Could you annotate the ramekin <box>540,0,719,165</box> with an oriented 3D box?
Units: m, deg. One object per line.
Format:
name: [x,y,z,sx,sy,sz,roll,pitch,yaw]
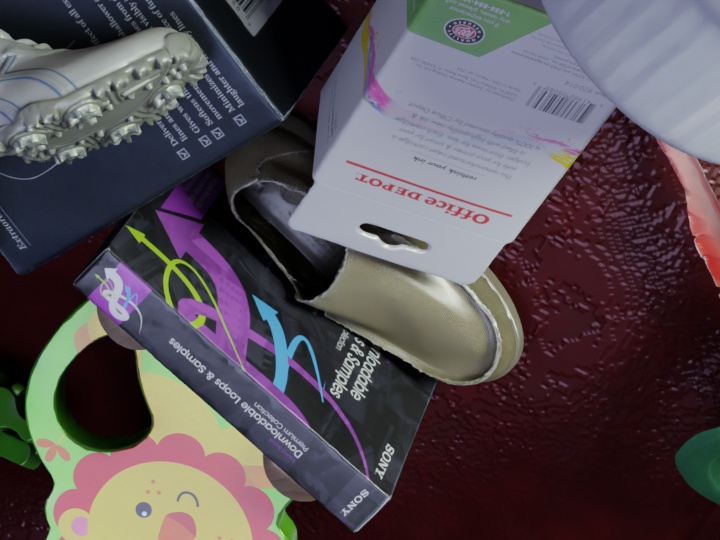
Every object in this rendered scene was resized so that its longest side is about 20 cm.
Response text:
ramekin: [0.169,-0.144,1.124,0.200,0.201,0.098,43,133,-8]

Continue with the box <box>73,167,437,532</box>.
box: [-0.050,0.033,1.348,0.200,0.143,0.036,43,117,-9]

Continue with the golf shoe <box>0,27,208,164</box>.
golf shoe: [-0.176,-0.093,1.230,0.199,0.078,0.098,-21,76,11]

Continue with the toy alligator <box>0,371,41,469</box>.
toy alligator: [-0.221,0.083,1.494,0.199,0.059,0.055,14,82,26]

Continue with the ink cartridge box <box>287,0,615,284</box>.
ink cartridge box: [0.051,-0.086,1.249,0.117,0.068,0.200,18,139,-17]

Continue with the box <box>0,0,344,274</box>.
box: [-0.137,-0.116,1.311,0.200,0.107,0.149,-27,108,32]

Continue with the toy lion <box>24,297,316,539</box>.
toy lion: [-0.111,0.114,1.410,0.200,0.069,0.192,43,106,-6]

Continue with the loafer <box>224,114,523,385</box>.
loafer: [0.000,0.000,1.354,0.200,0.068,0.076,38,126,-4]

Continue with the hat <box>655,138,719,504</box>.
hat: [0.245,0.022,1.305,0.165,0.177,0.200,-5,156,22]
